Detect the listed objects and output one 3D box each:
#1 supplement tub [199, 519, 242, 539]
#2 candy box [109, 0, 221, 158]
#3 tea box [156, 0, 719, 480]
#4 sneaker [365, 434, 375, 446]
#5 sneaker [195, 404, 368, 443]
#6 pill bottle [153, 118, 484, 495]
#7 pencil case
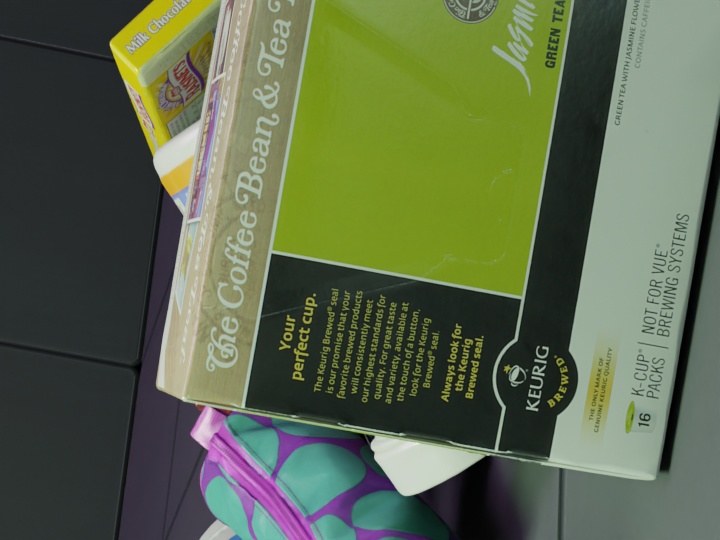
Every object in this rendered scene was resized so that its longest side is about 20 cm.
[{"bbox_3d":[-0.029,0.215,1.280,0.200,0.131,0.133,-106,28,-67],"label":"supplement tub"},{"bbox_3d":[-0.065,-0.102,1.185,0.102,0.026,0.200,-42,-12,-9],"label":"candy box"},{"bbox_3d":[0.030,-0.031,0.999,0.134,0.195,0.202,176,104,-80],"label":"tea box"},{"bbox_3d":[0.033,0.055,1.329,0.201,0.079,0.096,-99,-4,-54],"label":"sneaker"},{"bbox_3d":[-0.050,0.050,1.317,0.200,0.080,0.075,69,-172,-53],"label":"sneaker"},{"bbox_3d":[0.000,0.000,1.150,0.201,0.112,0.112,56,170,-4],"label":"pill bottle"},{"bbox_3d":[-0.008,0.132,1.201,0.085,0.092,0.200,-62,34,9],"label":"pencil case"}]
